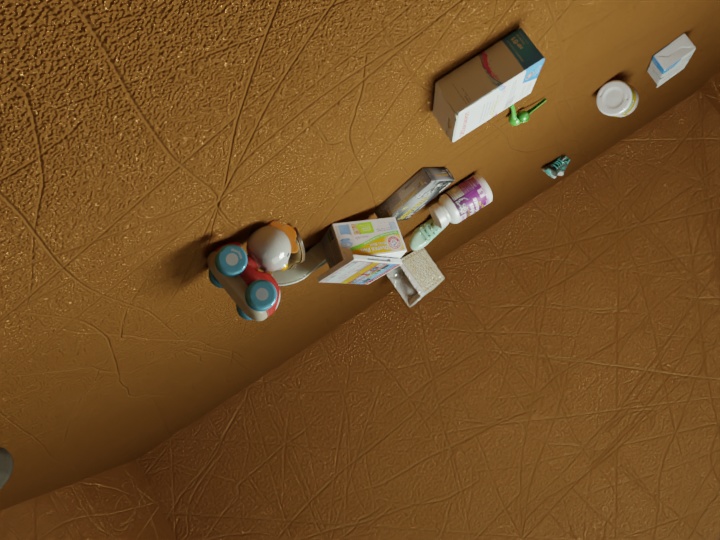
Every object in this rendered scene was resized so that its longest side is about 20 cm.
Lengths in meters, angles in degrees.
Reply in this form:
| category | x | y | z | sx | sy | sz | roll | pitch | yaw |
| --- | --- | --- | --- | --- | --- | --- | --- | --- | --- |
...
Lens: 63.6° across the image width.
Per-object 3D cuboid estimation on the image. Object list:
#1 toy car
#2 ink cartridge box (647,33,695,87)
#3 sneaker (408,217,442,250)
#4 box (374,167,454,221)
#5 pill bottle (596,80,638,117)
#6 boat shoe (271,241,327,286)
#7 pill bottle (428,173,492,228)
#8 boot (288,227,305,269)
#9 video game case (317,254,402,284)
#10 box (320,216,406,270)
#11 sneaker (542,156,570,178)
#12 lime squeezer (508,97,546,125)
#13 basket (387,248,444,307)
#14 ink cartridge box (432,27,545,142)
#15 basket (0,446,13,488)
| category | x | y | z | sx | sy | sz | roll | pitch | yaw |
| --- | --- | --- | --- | --- | --- | --- | --- | --- | --- |
| toy car | -0.200 | -0.015 | 1.228 | 0.200 | 0.177 | 0.184 | -42 | -176 | -21 |
| ink cartridge box | 1.060 | -0.715 | 1.995 | 0.115 | 0.067 | 0.200 | -36 | 169 | 15 |
| sneaker | 0.256 | -0.156 | 2.140 | 0.200 | 0.074 | 0.118 | -43 | 176 | 1 |
| box | 0.154 | -0.213 | 1.652 | 0.200 | 0.049 | 0.158 | -39 | 168 | 31 |
| pill bottle | 0.870 | -0.574 | 1.954 | 0.111 | 0.112 | 0.199 | -39 | 168 | 33 |
| boat shoe | -0.160 | -0.008 | 1.597 | 0.199 | 0.073 | 0.062 | -34 | 167 | -25 |
| pill bottle | 0.333 | -0.227 | 1.944 | 0.199 | 0.113 | 0.112 | -32 | 170 | -3 |
| boot | -0.184 | -0.041 | 1.400 | 0.075 | 0.074 | 0.200 | -17 | 166 | -23 |
| video game case | 0.000 | 0.000 | 1.561 | 0.143 | 0.018 | 0.199 | -32 | 157 | 36 |
| box | 0.009 | -0.067 | 1.587 | 0.198 | 0.113 | 0.101 | -10 | 160 | -27 |
| sneaker | 0.889 | -0.476 | 2.624 | 0.199 | 0.078 | 0.092 | -25 | 152 | -52 |
| lime squeezer | 0.436 | -0.430 | 1.572 | 0.199 | 0.038 | 0.071 | -22 | 134 | -44 |
| basket | 0.251 | 0.029 | 2.640 | 0.160 | 0.201 | 0.198 | -31 | 170 | -20 |
| ink cartridge box | 0.245 | -0.360 | 1.149 | 0.199 | 0.085 | 0.145 | -34 | 169 | -1 |
| basket | -0.910 | 0.451 | 1.321 | 0.179 | 0.137 | 0.200 | -21 | 162 | -28 |
